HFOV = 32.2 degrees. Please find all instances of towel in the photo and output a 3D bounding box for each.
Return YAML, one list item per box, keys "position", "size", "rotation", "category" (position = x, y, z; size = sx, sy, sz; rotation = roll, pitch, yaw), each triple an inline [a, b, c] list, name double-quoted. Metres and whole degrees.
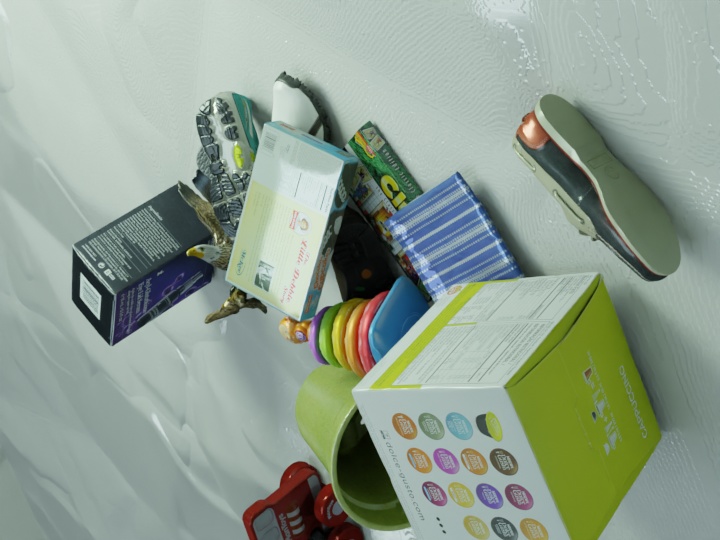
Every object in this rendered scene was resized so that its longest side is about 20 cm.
- position: [0.115, 0.006, 1.348]
  size: [0.201, 0.024, 0.144]
  rotation: [58, 143, -1]
  category: "towel"

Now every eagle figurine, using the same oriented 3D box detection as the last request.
- position: [-0.177, -0.042, 1.699]
  size: [0.150, 0.151, 0.203]
  rotation: [-10, 79, 17]
  category: "eagle figurine"

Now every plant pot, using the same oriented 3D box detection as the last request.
- position: [0.012, 0.198, 1.581]
  size: [0.184, 0.199, 0.202]
  rotation: [27, 140, 59]
  category: "plant pot"

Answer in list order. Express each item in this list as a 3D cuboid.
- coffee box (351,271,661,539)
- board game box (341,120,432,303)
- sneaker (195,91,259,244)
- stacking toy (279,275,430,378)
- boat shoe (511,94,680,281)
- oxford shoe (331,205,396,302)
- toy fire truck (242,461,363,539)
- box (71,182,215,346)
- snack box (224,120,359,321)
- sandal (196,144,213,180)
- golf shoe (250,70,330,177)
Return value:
- position: [0.150, 0.143, 1.235]
  size: [0.196, 0.200, 0.202]
  rotation: [-7, 116, 43]
  category: "coffee box"
- position: [0.044, -0.064, 1.425]
  size: [0.201, 0.023, 0.105]
  rotation: [54, 148, 5]
  category: "board game box"
- position: [-0.143, -0.125, 1.563]
  size: [0.077, 0.079, 0.203]
  rotation: [-4, 101, 29]
  category: "sneaker"
- position: [-0.020, 0.075, 1.474]
  size: [0.198, 0.110, 0.117]
  rotation: [3, 136, 35]
  category: "stacking toy"
- position: [0.210, -0.066, 1.123]
  size: [0.201, 0.071, 0.063]
  rotation: [54, 136, 17]
  category: "boat shoe"
- position: [0.000, 0.000, 1.521]
  size: [0.085, 0.072, 0.202]
  rotation: [-120, 15, -51]
  category: "oxford shoe"
- position: [-0.097, 0.407, 1.930]
  size: [0.112, 0.167, 0.202]
  rotation: [22, 136, 44]
  category: "toy fire truck"
- position: [-0.314, -0.010, 1.823]
  size: [0.104, 0.199, 0.149]
  rotation: [46, 149, 17]
  category: "box"
- position: [-0.081, -0.056, 1.437]
  size: [0.115, 0.037, 0.202]
  rotation: [27, 113, 25]
  category: "snack box"
- position: [-0.130, -0.096, 1.619]
  size: [0.201, 0.076, 0.043]
  rotation: [51, -173, 13]
  category: "sandal"
- position: [-0.087, -0.133, 1.481]
  size: [0.077, 0.094, 0.202]
  rotation: [28, 138, 41]
  category: "golf shoe"
